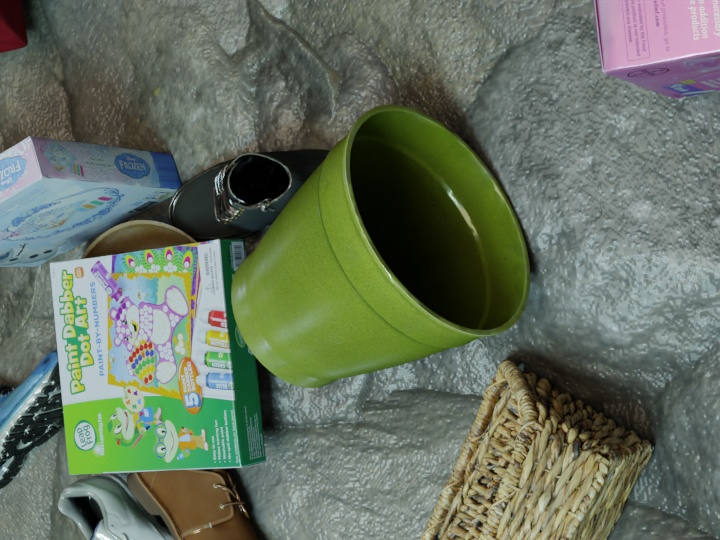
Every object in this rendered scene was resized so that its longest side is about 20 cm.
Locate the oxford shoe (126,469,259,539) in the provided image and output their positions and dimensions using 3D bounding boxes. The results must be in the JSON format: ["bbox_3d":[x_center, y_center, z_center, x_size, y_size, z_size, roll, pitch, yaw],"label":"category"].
[{"bbox_3d":[-0.131,0.223,1.267,0.200,0.071,0.071,40,105,24],"label":"oxford shoe"}]

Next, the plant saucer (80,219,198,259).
[{"bbox_3d":[-0.188,0.051,1.305,0.199,0.035,0.201,4,98,28],"label":"plant saucer"}]

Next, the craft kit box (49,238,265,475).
[{"bbox_3d":[-0.185,0.080,1.254,0.197,0.048,0.201,-8,87,32],"label":"craft kit box"}]

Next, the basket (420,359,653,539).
[{"bbox_3d":[0.110,0.190,1.091,0.149,0.143,0.201,30,104,24],"label":"basket"}]

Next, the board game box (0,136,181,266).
[{"bbox_3d":[-0.301,-0.058,1.279,0.200,0.199,0.044,-24,79,26],"label":"board game box"}]

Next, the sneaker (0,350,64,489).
[{"bbox_3d":[-0.355,0.139,1.383,0.200,0.078,0.090,-43,68,22],"label":"sneaker"}]

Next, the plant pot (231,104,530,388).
[{"bbox_3d":[0.000,0.000,1.136,0.193,0.200,0.201,-33,75,37],"label":"plant pot"}]

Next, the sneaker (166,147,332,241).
[{"bbox_3d":[-0.113,-0.072,1.227,0.199,0.106,0.075,-14,84,31],"label":"sneaker"}]

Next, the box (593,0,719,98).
[{"bbox_3d":[0.285,-0.189,0.970,0.199,0.176,0.097,-7,87,28],"label":"box"}]

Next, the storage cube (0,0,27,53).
[{"bbox_3d":[-0.437,-0.304,1.322,0.170,0.180,0.201,-15,71,7],"label":"storage cube"}]

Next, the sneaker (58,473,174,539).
[{"bbox_3d":[-0.205,0.263,1.297,0.200,0.087,0.075,34,104,23],"label":"sneaker"}]
